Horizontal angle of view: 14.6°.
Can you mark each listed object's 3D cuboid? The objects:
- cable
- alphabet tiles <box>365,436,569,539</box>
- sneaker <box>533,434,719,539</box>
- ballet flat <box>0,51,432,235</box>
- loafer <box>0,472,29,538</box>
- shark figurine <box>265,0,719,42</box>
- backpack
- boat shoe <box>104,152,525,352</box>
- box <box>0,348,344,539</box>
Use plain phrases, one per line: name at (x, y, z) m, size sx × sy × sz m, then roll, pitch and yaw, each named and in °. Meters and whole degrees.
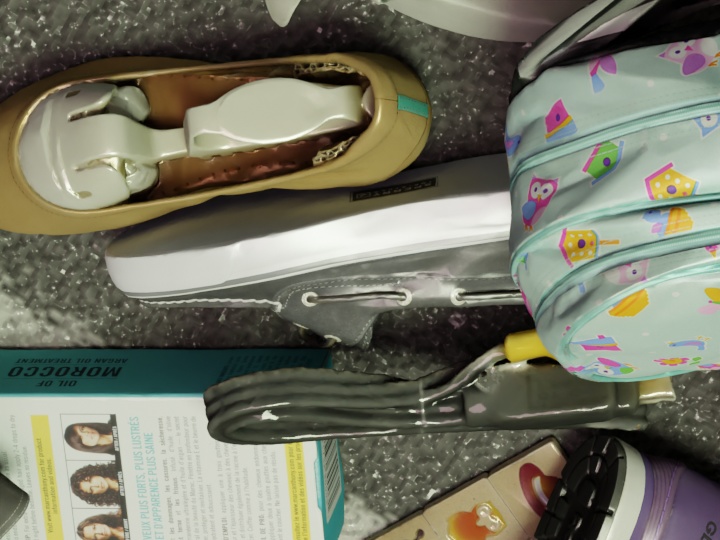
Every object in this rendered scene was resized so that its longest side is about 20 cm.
cable at (0.040, 0.040, 1.102) m, size 0.199 × 0.097 × 0.051 m, roll -4°, pitch 75°, yaw 5°
alphabet tiles at (0.095, 0.172, 1.189) m, size 0.167 × 0.008 × 0.200 m, roll -30°, pitch 103°, yaw 21°
sneaker at (0.096, 0.172, 1.132) m, size 0.087 × 0.076 × 0.201 m, roll 21°, pitch 105°, yaw -19°
ballet flat at (-0.073, -0.057, 1.092) m, size 0.199 × 0.063 × 0.069 m, roll -10°, pitch 84°, yaw 12°
loafer at (-0.167, 0.090, 1.120) m, size 0.072 × 0.073 × 0.201 m, roll -2°, pitch 121°, yaw 2°
shark figurine at (0.034, -0.115, 1.039) m, size 0.213 × 0.090 × 0.129 m, roll 24°, pitch 113°, yaw 2°
backpack at (0.148, -0.034, 0.989) m, size 0.199 × 0.127 × 0.167 m, roll -10°, pitch 154°, yaw 11°
boat shoe at (0.000, 0.000, 1.107) m, size 0.199 × 0.070 × 0.067 m, roll -10°, pitch 109°, yaw 6°
box at (-0.110, 0.079, 1.165) m, size 0.199 × 0.049 × 0.083 m, roll 0°, pitch 111°, yaw 11°
